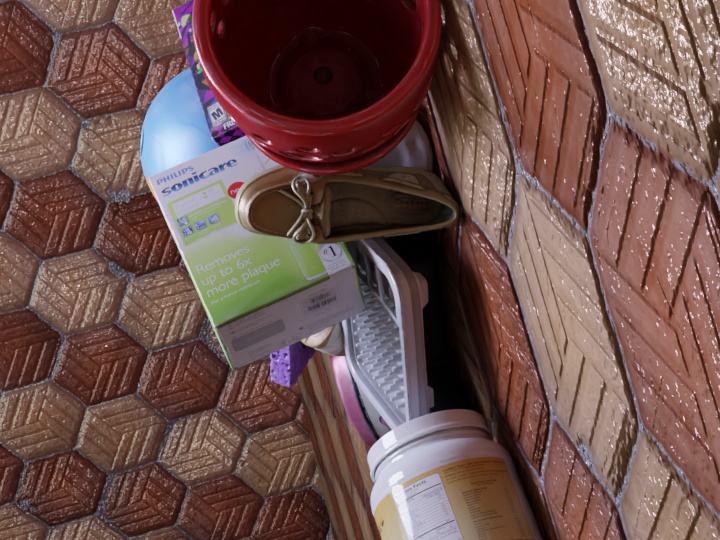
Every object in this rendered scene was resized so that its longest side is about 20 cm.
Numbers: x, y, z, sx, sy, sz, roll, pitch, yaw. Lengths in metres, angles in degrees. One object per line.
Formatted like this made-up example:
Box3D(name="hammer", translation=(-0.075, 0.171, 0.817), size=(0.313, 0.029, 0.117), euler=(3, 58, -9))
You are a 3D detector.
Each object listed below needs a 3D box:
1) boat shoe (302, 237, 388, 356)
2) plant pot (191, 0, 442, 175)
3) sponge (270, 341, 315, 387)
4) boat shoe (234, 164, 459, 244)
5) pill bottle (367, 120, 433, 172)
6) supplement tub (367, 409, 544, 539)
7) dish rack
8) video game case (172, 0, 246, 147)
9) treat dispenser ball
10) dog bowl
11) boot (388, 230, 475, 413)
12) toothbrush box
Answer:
Box3D(name="boat shoe", translation=(0.000, 0.000, 1.512), size=(0.074, 0.200, 0.069), euler=(22, 171, 41))
Box3D(name="plant pot", translation=(-0.034, -0.182, 1.187), size=(0.183, 0.200, 0.201), euler=(91, 163, -76))
Box3D(name="sponge", translation=(-0.066, 0.022, 1.523), size=(0.112, 0.030, 0.200), euler=(-58, -22, -44))
Box3D(name="boat shoe", translation=(-0.012, -0.058, 1.268), size=(0.063, 0.200, 0.073), euler=(-127, 40, -66))
Box3D(name="pill bottle", translation=(-0.004, -0.117, 1.401), size=(0.200, 0.114, 0.114), euler=(-136, 32, -76))
Box3D(name="supplement tub", translation=(0.093, 0.245, 1.305), size=(0.144, 0.144, 0.200), euler=(88, 165, -59))
Box3D(name="dish rack", translation=(0.026, 0.052, 1.378), size=(0.172, 0.043, 0.200), euler=(-132, 32, -54))
Box3D(name="video game case", translation=(-0.084, -0.242, 1.437), size=(0.036, 0.200, 0.182), euler=(43, -156, -57))
Box3D(name="treat dispenser ball", translation=(-0.144, -0.134, 1.554), size=(0.201, 0.201, 0.201), euler=(165, 90, -82))
Box3D(name="dog bowl", translation=(0.023, 0.112, 1.597), size=(0.200, 0.074, 0.200), euler=(-17, -90, -80))
Box3D(name="boot", translation=(0.073, 0.062, 1.424), size=(0.165, 0.066, 0.200), euler=(-118, 20, -53))
Box3D(name="toothbrush box", translation=(-0.102, -0.027, 1.368), size=(0.086, 0.145, 0.200), euler=(76, 169, -54))
